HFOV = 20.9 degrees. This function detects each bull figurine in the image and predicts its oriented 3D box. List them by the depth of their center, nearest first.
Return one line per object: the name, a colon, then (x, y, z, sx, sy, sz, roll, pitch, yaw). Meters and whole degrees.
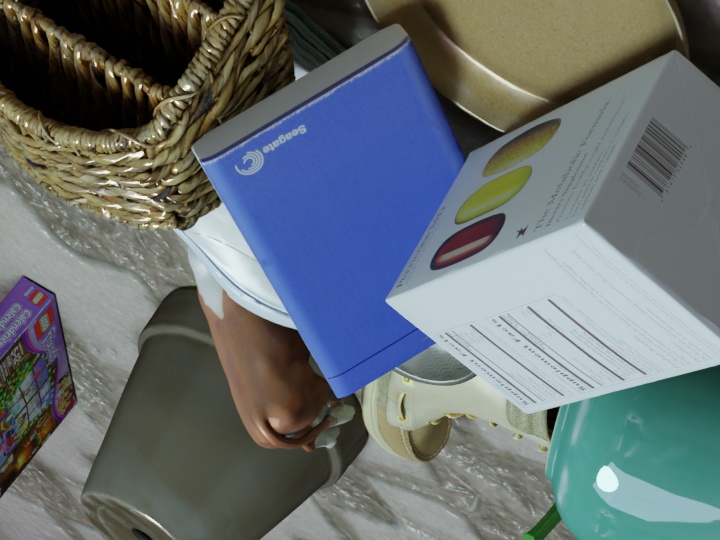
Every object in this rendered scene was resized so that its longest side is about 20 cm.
bull figurine: (-0.063, 0.032, 1.331, 0.065, 0.201, 0.121, -29, 155, 33)

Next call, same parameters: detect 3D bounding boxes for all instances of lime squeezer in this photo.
lime squeezer: (0.160, 0.166, 1.355, 0.037, 0.071, 0.200, 3, 171, 22)

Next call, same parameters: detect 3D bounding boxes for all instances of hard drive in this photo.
hard drive: (0.004, -0.028, 1.112, 0.201, 0.131, 0.025, 62, 177, -41)

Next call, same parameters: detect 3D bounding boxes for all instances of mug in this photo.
mug: (0.171, 0.100, 1.121, 0.114, 0.153, 0.185, 16, 151, 10)

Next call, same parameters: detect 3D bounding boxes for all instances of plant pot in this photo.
plant pot: (0.084, -0.140, 1.004, 0.199, 0.028, 0.201, 27, 152, 16)
plant pot: (-0.122, 0.145, 1.523, 0.199, 0.174, 0.200, 28, 152, 16)

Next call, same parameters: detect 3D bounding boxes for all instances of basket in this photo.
basket: (-0.146, -0.135, 1.110, 0.200, 0.143, 0.150, 34, 149, 33)

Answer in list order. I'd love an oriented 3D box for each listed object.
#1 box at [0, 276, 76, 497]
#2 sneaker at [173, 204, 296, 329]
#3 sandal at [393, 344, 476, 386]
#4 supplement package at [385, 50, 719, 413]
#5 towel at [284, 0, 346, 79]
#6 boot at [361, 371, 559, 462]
box: (-0.316, 0.113, 1.734, 0.039, 0.137, 0.200, 28, 152, 15)
sneaker: (-0.077, -0.033, 1.255, 0.200, 0.073, 0.071, 37, 154, -8)
sandal: (0.000, 0.000, 1.202, 0.082, 0.055, 0.200, -36, 103, 24)
supplement package: (0.121, -0.012, 1.010, 0.109, 0.114, 0.200, 38, 154, -15)
towel: (-0.050, -0.092, 1.228, 0.149, 0.031, 0.200, 40, 152, -6)
boot: (0.081, 0.085, 1.310, 0.155, 0.073, 0.201, 23, 145, 24)
